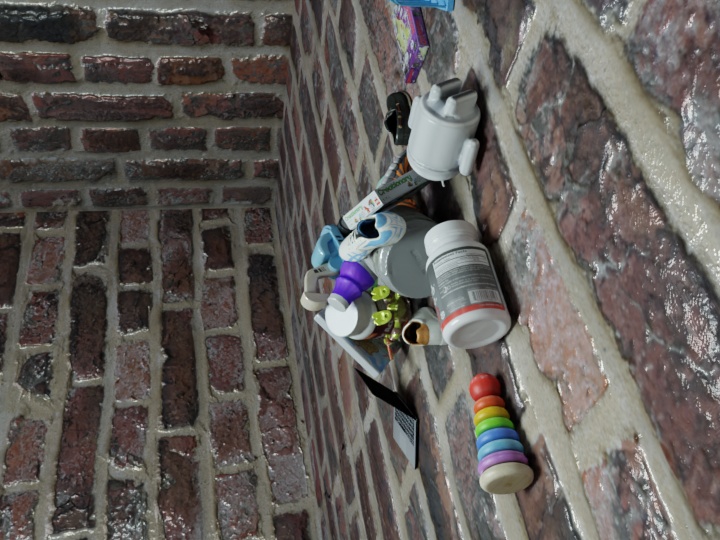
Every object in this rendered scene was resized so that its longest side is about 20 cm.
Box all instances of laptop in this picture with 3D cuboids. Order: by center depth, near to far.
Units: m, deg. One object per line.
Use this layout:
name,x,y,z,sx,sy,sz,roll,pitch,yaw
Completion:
laptop,0.060,0.359,1.766,0.187,0.115,0.201,-139,48,-73

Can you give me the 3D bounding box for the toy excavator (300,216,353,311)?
toy excavator,-0.076,-0.011,1.669,0.195,0.199,0.100,60,150,24

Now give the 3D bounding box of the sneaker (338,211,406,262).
sneaker,0.009,-0.068,1.369,0.200,0.072,0.072,-25,49,55

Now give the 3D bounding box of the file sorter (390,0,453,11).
file sorter,0.101,-0.595,1.418,0.200,0.122,0.139,-119,29,-61

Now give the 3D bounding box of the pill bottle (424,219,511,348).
pill bottle,0.175,0.021,1.225,0.116,0.115,0.201,106,158,-53

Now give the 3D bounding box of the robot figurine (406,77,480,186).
robot figurine,0.148,-0.244,1.299,0.170,0.113,0.200,51,147,29

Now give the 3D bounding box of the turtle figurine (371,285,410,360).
turtle figurine,0.074,0.094,1.564,0.161,0.064,0.201,23,-104,-67

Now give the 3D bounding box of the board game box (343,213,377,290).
board game box,-0.002,-0.024,1.774,0.135,0.029,0.201,42,138,49

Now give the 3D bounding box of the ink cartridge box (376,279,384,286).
ink cartridge box,0.074,-0.023,1.743,0.200,0.067,0.118,-147,57,-75

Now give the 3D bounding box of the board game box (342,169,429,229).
board game box,0.070,-0.154,1.423,0.035,0.200,0.126,57,143,2

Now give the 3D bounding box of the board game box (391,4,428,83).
board game box,0.108,-0.533,1.605,0.120,0.032,0.201,120,146,-58

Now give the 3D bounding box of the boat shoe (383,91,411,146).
boat shoe,0.086,-0.352,1.654,0.202,0.063,0.074,-105,16,-47

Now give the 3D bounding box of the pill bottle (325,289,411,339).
pill bottle,0.019,0.102,1.668,0.114,0.200,0.115,-2,88,39

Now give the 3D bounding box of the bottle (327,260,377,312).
bottle,0.000,0.000,1.573,0.065,0.084,0.200,-2,48,52

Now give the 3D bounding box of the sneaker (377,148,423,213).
sneaker,0.098,-0.170,1.612,0.201,0.112,0.078,-61,-8,-15

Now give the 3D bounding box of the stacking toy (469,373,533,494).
stacking toy,0.219,0.255,1.179,0.086,0.085,0.201,103,165,-49

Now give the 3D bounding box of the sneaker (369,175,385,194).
sneaker,0.047,-0.121,1.726,0.200,0.077,0.140,-57,31,40

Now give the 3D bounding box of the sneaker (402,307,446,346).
sneaker,0.122,0.119,1.536,0.200,0.084,0.073,-172,79,-79

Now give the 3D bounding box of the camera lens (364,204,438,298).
camera lens,0.093,-0.042,1.464,0.200,0.159,0.161,-132,41,-69

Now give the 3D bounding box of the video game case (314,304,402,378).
video game case,-0.001,0.147,1.725,0.022,0.200,0.182,-47,-4,26
